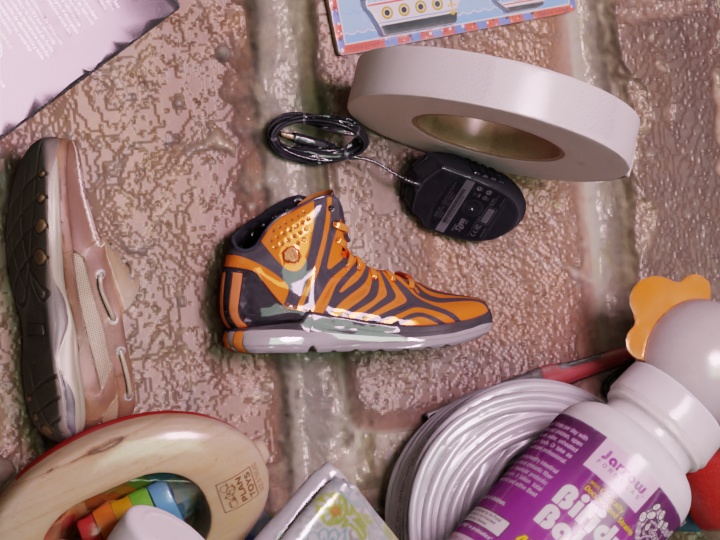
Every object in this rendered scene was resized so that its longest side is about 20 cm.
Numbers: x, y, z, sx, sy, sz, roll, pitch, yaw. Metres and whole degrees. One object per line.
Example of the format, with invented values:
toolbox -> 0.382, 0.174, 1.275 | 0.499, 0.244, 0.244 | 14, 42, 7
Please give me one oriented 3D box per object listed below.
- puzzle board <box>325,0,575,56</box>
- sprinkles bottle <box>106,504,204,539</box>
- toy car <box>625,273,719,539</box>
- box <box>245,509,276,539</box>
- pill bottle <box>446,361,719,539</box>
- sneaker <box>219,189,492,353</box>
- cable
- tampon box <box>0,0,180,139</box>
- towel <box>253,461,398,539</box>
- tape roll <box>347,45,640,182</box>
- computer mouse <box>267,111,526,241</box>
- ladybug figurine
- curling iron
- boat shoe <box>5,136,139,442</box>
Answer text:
puzzle board -> 0.059, -0.245, 1.805 | 0.200, 0.017, 0.151 | -13, 93, -25
sprinkles bottle -> -0.171, 0.245, 1.597 | 0.068, 0.068, 0.200 | 29, 106, -22
toy car -> 0.272, 0.076, 1.801 | 0.177, 0.184, 0.200 | -40, 103, -22
box -> -0.048, 0.261, 1.714 | 0.200, 0.048, 0.122 | 44, 71, -17
pill bottle -> 0.152, 0.161, 1.693 | 0.112, 0.112, 0.200 | 46, 77, -17
sneaker -> 0.000, 0.000, 1.733 | 0.200, 0.078, 0.112 | 0, 89, -26
cable -> 0.114, 0.174, 1.777 | 0.200, 0.069, 0.200 | -36, 107, -16
tampon box -> -0.246, -0.156, 1.581 | 0.200, 0.150, 0.126 | -39, 105, -22
towel -> -0.036, 0.248, 1.643 | 0.200, 0.048, 0.171 | -50, 126, -19
tape roll -> 0.092, -0.106, 1.713 | 0.203, 0.203, 0.037 | 17, 80, -24
computer mouse -> 0.027, -0.073, 1.774 | 0.200, 0.059, 0.034 | 22, 36, -19
ladybug figurine -> -0.154, 0.152, 1.635 | 0.200, 0.072, 0.136 | -21, 123, -8
curling iron -> 0.138, 0.090, 1.823 | 0.200, 0.026, 0.050 | -9, 90, -25
boat shoe -> -0.186, 0.010, 1.650 | 0.072, 0.076, 0.200 | -8, 100, -29
